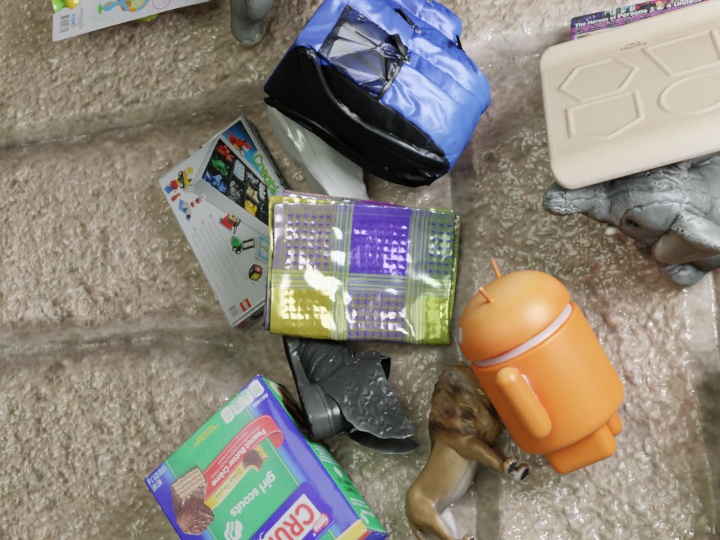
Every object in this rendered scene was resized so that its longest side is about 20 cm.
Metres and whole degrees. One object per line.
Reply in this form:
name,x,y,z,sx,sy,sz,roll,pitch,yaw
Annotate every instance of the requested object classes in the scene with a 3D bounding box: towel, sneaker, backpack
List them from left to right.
sneaker,-0.018,-0.115,1.350,0.088,0.075,0.201,-27,73,-12
sneaker,-0.016,0.104,1.296,0.103,0.060,0.201,-14,51,-6
towel,0.000,0.000,1.282,0.197,0.023,0.146,6,87,-6
backpack,0.032,-0.191,1.267,0.199,0.162,0.169,37,77,-7

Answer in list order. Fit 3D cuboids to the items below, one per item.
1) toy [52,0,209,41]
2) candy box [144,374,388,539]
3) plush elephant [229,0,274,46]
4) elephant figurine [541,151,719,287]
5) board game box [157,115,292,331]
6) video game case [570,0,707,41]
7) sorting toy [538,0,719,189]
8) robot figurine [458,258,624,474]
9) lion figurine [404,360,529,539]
toy,-0.264,-0.329,1.503,0.197,0.047,0.116,-10,62,9
candy box,-0.096,0.239,1.289,0.169,0.077,0.201,-42,67,8
plush elephant,-0.062,-0.349,1.376,0.153,0.200,0.167,9,73,5
elephant figurine,0.279,-0.057,1.131,0.155,0.200,0.142,-47,67,13
board game box,-0.128,-0.053,1.393,0.126,0.035,0.201,-35,67,12
video game case,0.294,-0.195,1.206,0.198,0.036,0.183,-9,43,20
sorting toy,0.252,-0.153,1.121,0.183,0.037,0.201,-15,38,15
robot figurine,0.165,0.085,1.174,0.143,0.116,0.201,-37,102,-23
lion figurine,0.086,0.197,1.228,0.122,0.072,0.201,33,95,33
